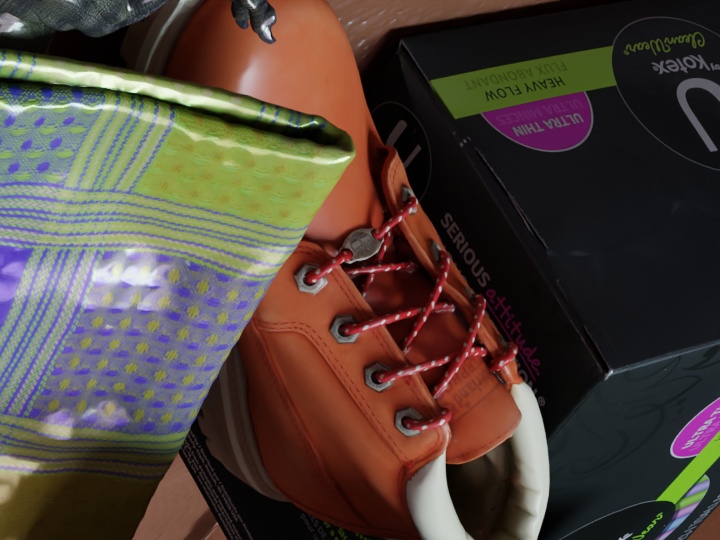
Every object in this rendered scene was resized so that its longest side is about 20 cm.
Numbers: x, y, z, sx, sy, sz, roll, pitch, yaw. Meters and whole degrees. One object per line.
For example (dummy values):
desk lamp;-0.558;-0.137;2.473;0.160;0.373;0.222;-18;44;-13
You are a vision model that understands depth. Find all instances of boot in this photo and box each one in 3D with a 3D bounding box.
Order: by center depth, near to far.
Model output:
boot;0.000;0.000;0.771;0.075;0.107;0.200;-40;138;-24

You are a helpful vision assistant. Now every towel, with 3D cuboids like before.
towel;-0.099;0.029;0.715;0.143;0.023;0.200;8;130;-31

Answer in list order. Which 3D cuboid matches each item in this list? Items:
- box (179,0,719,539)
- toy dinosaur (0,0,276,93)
box;0.053;0.024;0.917;0.148;0.124;0.200;-14;153;-37
toy dinosaur;-0.062;-0.082;0.655;0.088;0.048;0.200;-14;149;-22
